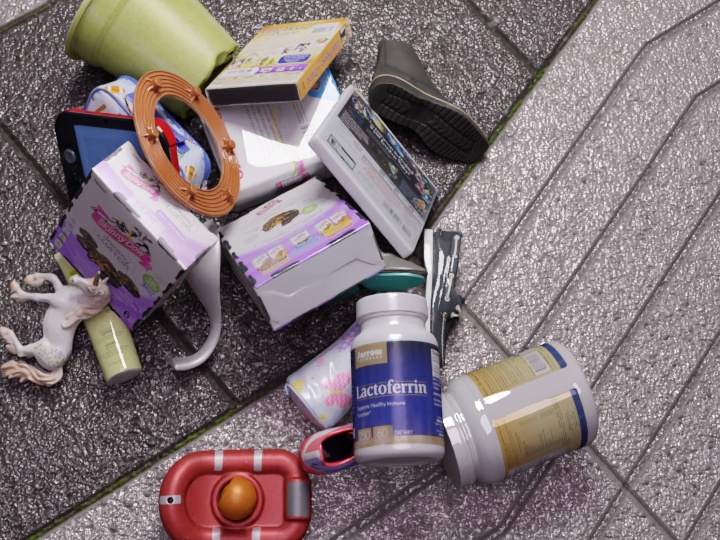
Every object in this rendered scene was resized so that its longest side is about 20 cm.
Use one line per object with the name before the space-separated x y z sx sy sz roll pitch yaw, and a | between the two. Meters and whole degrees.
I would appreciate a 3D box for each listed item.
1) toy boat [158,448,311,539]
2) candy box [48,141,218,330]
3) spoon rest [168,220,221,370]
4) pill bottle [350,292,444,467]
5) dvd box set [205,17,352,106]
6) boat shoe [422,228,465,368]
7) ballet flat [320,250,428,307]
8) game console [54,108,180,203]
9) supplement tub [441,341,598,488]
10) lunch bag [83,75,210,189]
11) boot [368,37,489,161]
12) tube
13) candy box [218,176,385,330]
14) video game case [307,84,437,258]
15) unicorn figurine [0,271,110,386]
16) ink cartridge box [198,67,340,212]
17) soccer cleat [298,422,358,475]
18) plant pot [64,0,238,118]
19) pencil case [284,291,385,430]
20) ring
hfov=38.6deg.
toy boat | -0.159 0.291 1.307 0.195 0.131 0.133 0 75 -4
candy box | -0.296 -0.040 1.323 0.168 0.200 0.072 47 50 -3
spoon rest | -0.213 0.034 1.388 0.059 0.099 0.204 8 98 -25
pill bottle | 0.044 0.137 1.288 0.113 0.116 0.204 -1 73 -5
dvd box set | -0.111 -0.292 1.435 0.143 0.030 0.201 0 37 24
boat shoe | 0.116 0.038 1.424 0.059 0.076 0.205 0 76 2
ballet flat | 0.000 0.000 1.390 0.197 0.067 0.065 -14 64 29
game console | -0.318 -0.121 1.365 0.197 0.031 0.181 11 116 28
supplement tub | 0.196 0.192 1.353 0.196 0.145 0.147 -19 77 -9
lunch bag | -0.295 -0.155 1.400 0.200 0.161 0.075 44 39 7
boot | 0.104 -0.257 1.505 0.198 0.077 0.140 31 39 -23
tube | -0.353 0.053 1.400 0.057 0.052 0.203 -4 65 -46
candy box | -0.084 -0.029 1.358 0.166 0.200 0.072 -29 121 -10
video game case | 0.022 -0.138 1.398 0.201 0.023 0.183 49 32 -14
unicorn figurine | -0.404 0.060 1.363 0.135 0.074 0.204 19 111 9
ink cartridge box | -0.117 -0.191 1.461 0.197 0.085 0.147 -20 77 -10
soccer cleat | 0.012 0.220 1.346 0.197 0.076 0.068 -13 84 -27
plant pot | -0.277 -0.321 1.440 0.183 0.200 0.202 38 76 -4
pencil case | -0.009 0.122 1.387 0.200 0.083 0.091 -43 96 -12
ring | -0.215 -0.165 1.314 0.019 0.199 0.204 -25 76 26
